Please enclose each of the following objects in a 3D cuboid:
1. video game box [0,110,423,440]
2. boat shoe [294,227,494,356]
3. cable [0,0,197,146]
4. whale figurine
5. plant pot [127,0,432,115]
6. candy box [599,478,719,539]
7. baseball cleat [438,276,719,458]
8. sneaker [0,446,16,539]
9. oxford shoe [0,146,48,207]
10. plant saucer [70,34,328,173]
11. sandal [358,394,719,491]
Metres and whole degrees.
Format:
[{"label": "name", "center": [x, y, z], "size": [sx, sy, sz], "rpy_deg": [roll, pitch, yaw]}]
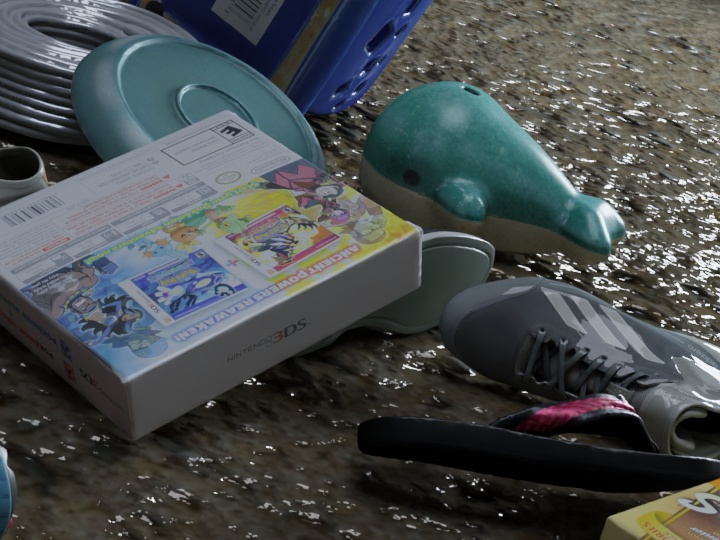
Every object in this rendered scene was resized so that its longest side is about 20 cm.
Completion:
[{"label": "video game box", "center": [-0.097, -0.006, 0.993], "size": [0.199, 0.047, 0.182], "rpy_deg": [-27, 40, -31]}, {"label": "boat shoe", "center": [0.000, 0.000, 1.094], "size": [0.199, 0.076, 0.060], "rpy_deg": [-6, 35, -46]}, {"label": "cable", "center": [-0.211, -0.150, 1.335], "size": [0.198, 0.070, 0.200], "rpy_deg": [9, 22, -17]}, {"label": "whale figurine", "center": [0.100, -0.071, 1.304], "size": [0.199, 0.105, 0.159], "rpy_deg": [21, 21, 15]}, {"label": "plant pot", "center": [-0.058, -0.242, 1.453], "size": [0.200, 0.200, 0.180], "rpy_deg": [39, 30, 4]}, {"label": "candy box", "center": [0.214, 0.151, 0.884], "size": [0.115, 0.056, 0.199], "rpy_deg": [31, 25, 36]}, {"label": "baseball cleat", "center": [0.146, 0.059, 1.054], "size": [0.198, 0.070, 0.107], "rpy_deg": [12, 20, -8]}, {"label": "sneaker", "center": [-0.244, 0.063, 0.754], "size": [0.199, 0.080, 0.095], "rpy_deg": [24, 24, 23]}, {"label": "oxford shoe", "center": [-0.269, -0.047, 1.050], "size": [0.199, 0.058, 0.075], "rpy_deg": [-4, 31, -39]}, {"label": "plant saucer", "center": [-0.104, -0.100, 1.241], "size": [0.199, 0.027, 0.201], "rpy_deg": [24, 34, -17]}, {"label": "sandal", "center": [0.098, 0.084, 0.932], "size": [0.198, 0.045, 0.075], "rpy_deg": [10, -17, -11]}]
